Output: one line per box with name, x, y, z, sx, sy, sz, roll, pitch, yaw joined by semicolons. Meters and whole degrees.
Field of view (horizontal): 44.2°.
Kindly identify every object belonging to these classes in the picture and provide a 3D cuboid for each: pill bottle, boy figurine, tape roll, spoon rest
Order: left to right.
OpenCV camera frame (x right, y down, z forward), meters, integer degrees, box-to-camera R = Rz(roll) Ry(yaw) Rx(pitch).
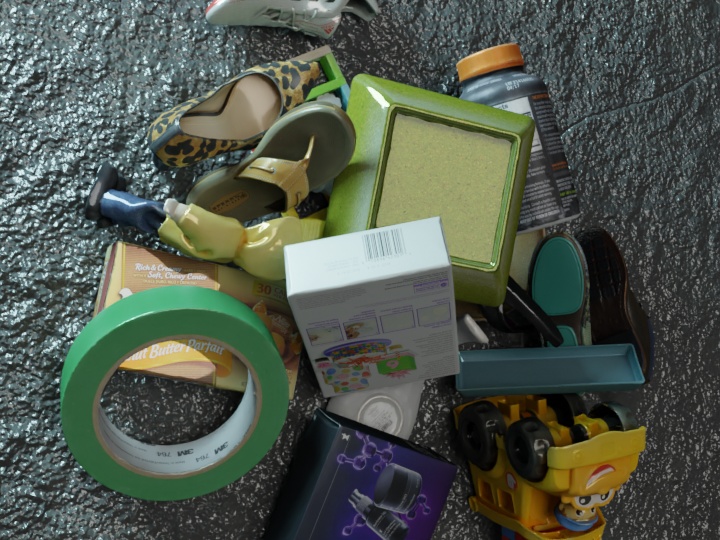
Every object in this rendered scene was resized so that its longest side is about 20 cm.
tape roll;-0.166;0.113;0.801;0.200;0.048;0.201;-8;116;-16
boy figurine;-0.150;-0.043;0.819;0.199;0.124;0.065;15;82;4
spoon rest;0.048;0.125;0.956;0.200;0.061;0.099;-41;101;-10
pill bottle;0.164;-0.141;0.968;0.106;0.106;0.201;-16;91;-26

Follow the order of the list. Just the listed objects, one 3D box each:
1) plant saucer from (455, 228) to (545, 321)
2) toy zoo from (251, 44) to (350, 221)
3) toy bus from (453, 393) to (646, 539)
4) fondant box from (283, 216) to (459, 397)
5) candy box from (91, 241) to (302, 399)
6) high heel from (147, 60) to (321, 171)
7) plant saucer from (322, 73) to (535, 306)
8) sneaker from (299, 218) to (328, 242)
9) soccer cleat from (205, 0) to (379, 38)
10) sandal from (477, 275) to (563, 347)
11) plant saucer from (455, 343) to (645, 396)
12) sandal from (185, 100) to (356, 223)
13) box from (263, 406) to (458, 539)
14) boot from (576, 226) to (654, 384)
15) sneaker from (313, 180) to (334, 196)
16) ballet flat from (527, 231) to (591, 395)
plant saucer;0.121;-0.041;1.014;0.199;0.035;0.201;3;83;-26
toy zoo;-0.047;-0.128;0.953;0.131;0.020;0.201;-27;96;-25
toy bus;0.197;0.231;0.935;0.135;0.200;0.193;-4;93;-24
fondant box;0.017;0.042;0.844;0.144;0.200;0.058;-10;54;2
candy box;-0.155;0.052;0.861;0.199;0.055;0.116;14;78;-23
high heel;-0.109;-0.155;0.839;0.200;0.143;0.072;-33;97;-12
plant saucer;0.075;-0.078;0.866;0.199;0.048;0.201;11;88;-14
sneaker;0.000;0.000;0.925;0.199;0.082;0.074;21;72;-20
soccer cleat;-0.067;-0.281;0.938;0.200;0.069;0.085;-26;91;-30
sandal;0.138;0.021;0.965;0.200;0.075;0.048;39;108;-12
plant saucer;0.204;0.111;0.976;0.199;0.070;0.019;-2;122;6
sandal;-0.086;-0.085;0.843;0.080;0.200;0.054;47;27;-32
box;-0.010;0.257;0.874;0.141;0.079;0.201;23;87;-19
boot;0.310;0.050;1.088;0.097;0.074;0.201;29;49;-55
sneaker;-0.004;-0.086;0.915;0.199;0.075;0.089;1;94;-19
ballet flat;0.234;0.047;1.028;0.074;0.074;0.201;-13;107;-26
